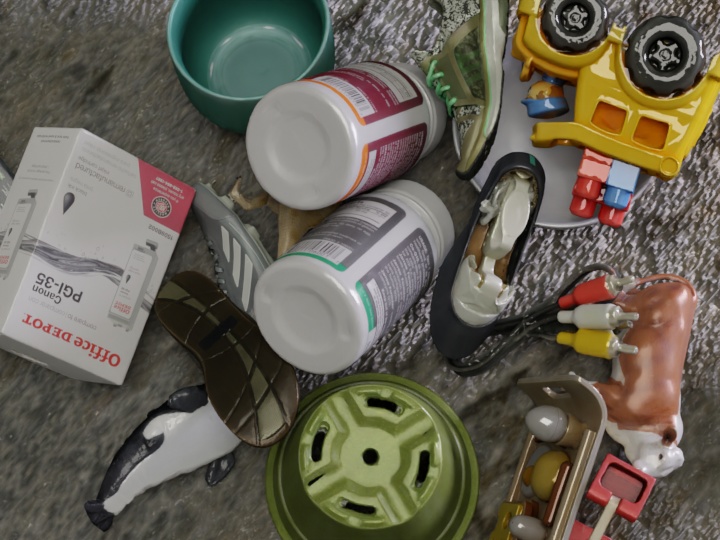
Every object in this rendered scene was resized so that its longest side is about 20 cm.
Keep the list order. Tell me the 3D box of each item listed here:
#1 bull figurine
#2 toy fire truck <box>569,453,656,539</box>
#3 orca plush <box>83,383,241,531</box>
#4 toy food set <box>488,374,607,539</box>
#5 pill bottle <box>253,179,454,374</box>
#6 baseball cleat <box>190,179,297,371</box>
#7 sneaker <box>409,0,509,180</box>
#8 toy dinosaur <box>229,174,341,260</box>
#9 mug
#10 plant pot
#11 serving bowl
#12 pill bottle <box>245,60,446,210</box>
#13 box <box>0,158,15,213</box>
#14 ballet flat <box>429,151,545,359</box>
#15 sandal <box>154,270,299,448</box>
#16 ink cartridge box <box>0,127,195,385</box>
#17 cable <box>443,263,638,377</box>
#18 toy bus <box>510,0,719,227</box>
[{"bbox_3d":[0.249,0.096,1.673,0.121,0.065,0.200,11,73,10],"label":"bull figurine"},{"bbox_3d":[0.188,0.266,1.598,0.049,0.141,0.200,27,79,7],"label":"toy fire truck"},{"bbox_3d":[-0.177,0.159,1.681,0.200,0.071,0.105,-48,126,-5],"label":"orca plush"},{"bbox_3d":[0.141,0.191,1.609,0.060,0.143,0.200,24,78,-14],"label":"toy food set"},{"bbox_3d":[0.000,0.000,1.629,0.113,0.113,0.200,39,39,9],"label":"pill bottle"},{"bbox_3d":[-0.118,0.014,1.696,0.106,0.070,0.200,-38,79,-7],"label":"baseball cleat"},{"bbox_3d":[0.087,-0.176,1.669,0.088,0.077,0.201,5,70,3],"label":"sneaker"},{"bbox_3d":[-0.064,-0.067,1.677,0.101,0.058,0.200,31,54,-16],"label":"toy dinosaur"},{"bbox_3d":[-0.086,-0.213,1.718,0.185,0.114,0.152,-27,71,-6],"label":"mug"},{"bbox_3d":[0.008,0.174,1.597,0.199,0.190,0.201,0,78,2],"label":"plant pot"},{"bbox_3d":[0.186,-0.130,1.725,0.199,0.066,0.201,0,78,1],"label":"serving bowl"},{"bbox_3d":[-0.007,-0.128,1.651,0.114,0.200,0.115,8,107,27],"label":"pill bottle"},{"bbox_3d":[-0.397,-0.052,1.724,0.158,0.051,0.200,-39,81,-8],"label":"box"},{"bbox_3d":[0.116,-0.012,1.641,0.073,0.073,0.200,22,93,6],"label":"ballet flat"},{"bbox_3d":[-0.117,0.082,1.637,0.082,0.055,0.200,-40,57,-8],"label":"sandal"},{"bbox_3d":[-0.256,-0.011,1.660,0.083,0.146,0.200,6,73,48],"label":"ink cartridge box"},{"bbox_3d":[0.163,0.042,1.656,0.200,0.050,0.097,-8,68,26],"label":"cable"},{"bbox_3d":[0.214,-0.145,1.640,0.200,0.136,0.192,22,94,7],"label":"toy bus"}]
